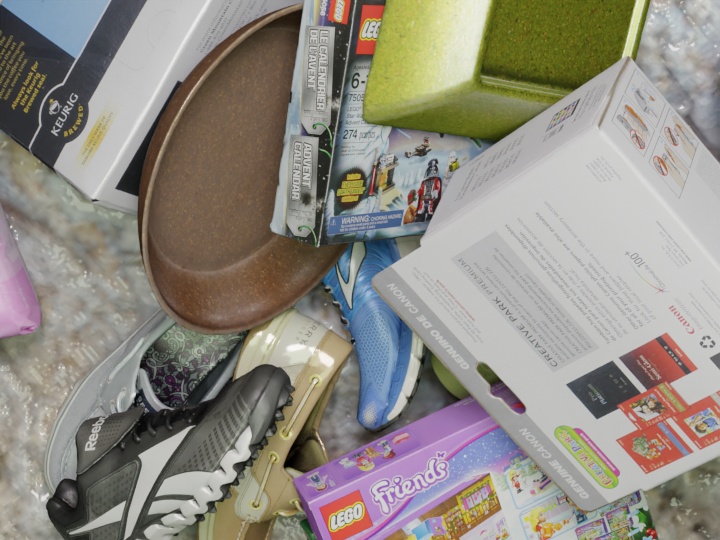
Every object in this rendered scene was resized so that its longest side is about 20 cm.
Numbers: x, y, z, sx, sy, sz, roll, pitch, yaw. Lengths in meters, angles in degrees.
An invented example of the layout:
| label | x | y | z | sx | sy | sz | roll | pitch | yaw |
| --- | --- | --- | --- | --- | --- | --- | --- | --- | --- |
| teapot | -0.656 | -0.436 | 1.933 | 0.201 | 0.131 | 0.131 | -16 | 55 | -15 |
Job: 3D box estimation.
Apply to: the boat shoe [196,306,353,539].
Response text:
| label | x | y | z | sx | sy | sz | roll | pitch | yaw |
| --- | --- | --- | --- | --- | --- | --- | --- | --- | --- |
| boat shoe | -0.052 | 0.117 | 1.123 | 0.066 | 0.074 | 0.201 | 21 | 122 | 13 |

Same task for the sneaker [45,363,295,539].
| label | x | y | z | sx | sy | sz | roll | pitch | yaw |
| --- | --- | --- | --- | --- | --- | --- | --- | --- | --- |
| sneaker | -0.120 | 0.110 | 1.068 | 0.090 | 0.067 | 0.200 | 41 | 122 | -5 |

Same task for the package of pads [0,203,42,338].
| label | x | y | z | sx | sy | sz | roll | pitch | yaw |
| --- | --- | --- | --- | --- | --- | --- | --- | --- | --- |
| package of pads | -0.281 | -0.038 | 1.103 | 0.120 | 0.076 | 0.201 | -20 | 101 | -3 |

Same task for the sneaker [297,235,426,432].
| label | x | y | z | sx | sy | sz | roll | pitch | yaw |
| --- | --- | --- | --- | --- | --- | --- | --- | --- | --- |
| sneaker | 0.000 | 0.000 | 1.135 | 0.089 | 0.079 | 0.201 | -2 | 92 | 4 |

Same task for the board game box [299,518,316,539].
| label | x | y | z | sx | sy | sz | roll | pitch | yaw |
| --- | --- | --- | --- | --- | --- | --- | --- | --- | --- |
| board game box | 0.077 | 0.182 | 1.166 | 0.199 | 0.029 | 0.135 | -23 | 106 | -10 |

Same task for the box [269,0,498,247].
| label | x | y | z | sx | sy | sz | roll | pitch | yaw |
| --- | --- | --- | --- | --- | --- | --- | --- | --- | --- |
| box | 0.037 | -0.090 | 1.036 | 0.040 | 0.200 | 0.137 | 19 | 107 | 37 |

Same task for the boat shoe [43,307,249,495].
| label | x | y | z | sx | sy | sz | roll | pitch | yaw |
| --- | --- | --- | --- | --- | --- | --- | --- | --- | --- |
| boat shoe | -0.128 | 0.071 | 1.134 | 0.070 | 0.072 | 0.201 | 40 | 96 | -9 |

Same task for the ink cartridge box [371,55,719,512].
| label | x | y | z | sx | sy | sz | roll | pitch | yaw |
| --- | --- | --- | --- | --- | --- | --- | --- | --- | --- |
| ink cartridge box | 0.136 | 0.015 | 1.008 | 0.175 | 0.084 | 0.200 | -32 | 107 | 36 |

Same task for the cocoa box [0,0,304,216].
| label | x | y | z | sx | sy | sz | roll | pitch | yaw |
| --- | --- | --- | --- | --- | --- | --- | --- | --- | --- |
| cocoa box | -0.109 | -0.142 | 1.044 | 0.131 | 0.133 | 0.200 | 35 | 98 | 28 |

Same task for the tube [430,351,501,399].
| label | x | y | z | sx | sy | sz | roll | pitch | yaw |
| --- | --- | --- | --- | --- | --- | --- | --- | --- | --- |
| tube | 0.119 | 0.009 | 1.100 | 0.058 | 0.052 | 0.200 | 26 | 132 | -19 |

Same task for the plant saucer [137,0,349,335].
| label | x | y | z | sx | sy | sz | roll | pitch | yaw |
| --- | --- | --- | --- | --- | --- | --- | --- | --- | --- |
| plant saucer | -0.057 | -0.061 | 1.018 | 0.037 | 0.200 | 0.201 | 31 | 99 | 32 |

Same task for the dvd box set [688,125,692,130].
| label | x | y | z | sx | sy | sz | roll | pitch | yaw |
| --- | --- | --- | --- | --- | --- | --- | --- | --- | --- |
| dvd box set | 0.176 | 0.016 | 1.112 | 0.029 | 0.146 | 0.201 | -29 | 104 | -32 |

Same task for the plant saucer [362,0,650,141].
| label | x | y | z | sx | sy | sz | roll | pitch | yaw |
| --- | --- | --- | --- | --- | --- | --- | --- | --- | --- |
| plant saucer | 0.103 | -0.165 | 1.001 | 0.200 | 0.048 | 0.200 | 3 | 104 | -48 |

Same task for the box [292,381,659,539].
| label | x | y | z | sx | sy | sz | roll | pitch | yaw |
| --- | --- | --- | --- | --- | --- | --- | --- | --- | --- |
| box | 0.074 | 0.149 | 1.117 | 0.199 | 0.039 | 0.137 | -24 | 112 | -10 |
